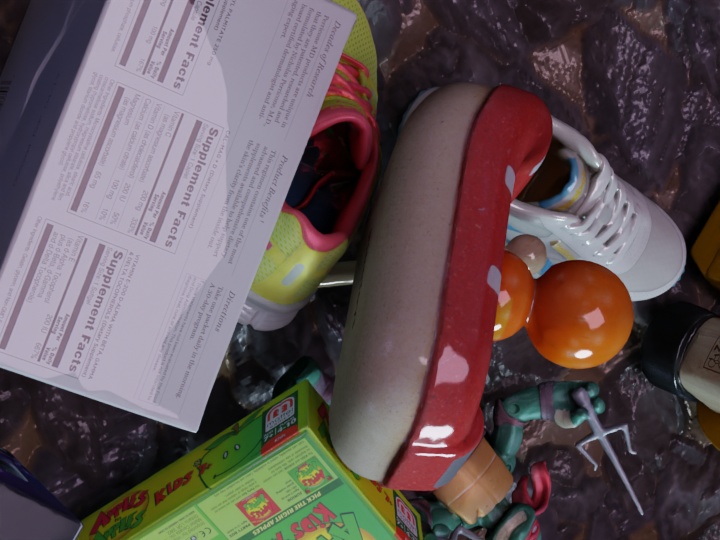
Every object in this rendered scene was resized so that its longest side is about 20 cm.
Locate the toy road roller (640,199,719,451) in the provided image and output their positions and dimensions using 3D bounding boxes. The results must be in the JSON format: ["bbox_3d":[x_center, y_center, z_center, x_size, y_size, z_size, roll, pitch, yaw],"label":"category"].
[{"bbox_3d":[0.279,0.031,0.969,0.146,0.123,0.200,35,82,-41],"label":"toy road roller"}]

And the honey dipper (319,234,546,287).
[{"bbox_3d":[0.000,0.000,0.831,0.200,0.038,0.038,-6,100,-5],"label":"honey dipper"}]

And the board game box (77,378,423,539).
[{"bbox_3d":[-0.079,0.151,0.795,0.200,0.048,0.102,-33,114,13],"label":"board game box"}]

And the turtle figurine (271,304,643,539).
[{"bbox_3d":[0.052,0.104,0.874,0.200,0.101,0.150,44,59,-7],"label":"turtle figurine"}]

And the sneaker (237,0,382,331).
[{"bbox_3d":[-0.018,-0.070,0.793,0.078,0.090,0.200,21,58,-23],"label":"sneaker"}]

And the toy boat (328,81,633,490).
[{"bbox_3d":[0.065,0.010,0.748,0.130,0.131,0.200,13,62,-5],"label":"toy boat"}]

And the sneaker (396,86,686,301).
[{"bbox_3d":[0.115,-0.035,0.896,0.200,0.081,0.077,28,83,-28],"label":"sneaker"}]

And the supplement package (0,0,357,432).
[{"bbox_3d":[-0.111,-0.048,0.740,0.111,0.156,0.200,23,87,-25],"label":"supplement package"}]

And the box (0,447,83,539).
[{"bbox_3d":[-0.241,0.083,0.703,0.200,0.141,0.079,34,80,-26],"label":"box"}]
